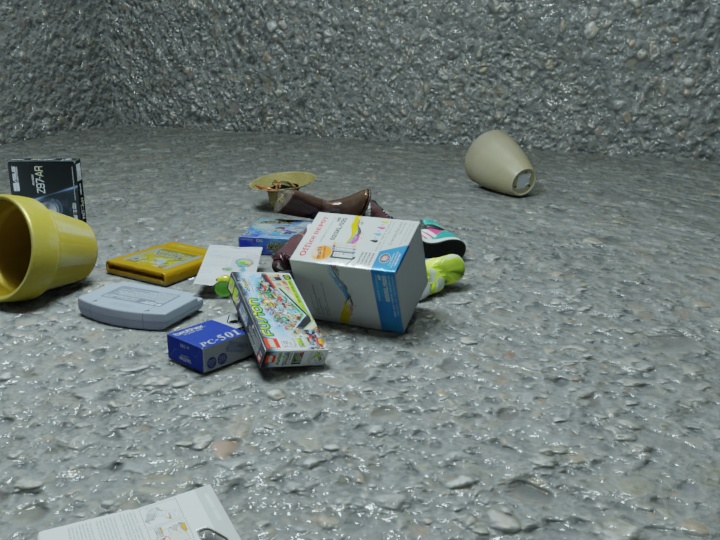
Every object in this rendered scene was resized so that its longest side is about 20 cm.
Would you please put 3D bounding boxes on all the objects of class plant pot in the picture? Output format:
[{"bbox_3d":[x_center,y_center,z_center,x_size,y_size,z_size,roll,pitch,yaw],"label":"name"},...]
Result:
[{"bbox_3d":[0.460,-0.320,2.467,0.187,0.188,0.200,-8,34,-24],"label":"plant pot"},{"bbox_3d":[-0.630,-0.040,1.525,0.200,0.201,0.189,10,4,27],"label":"plant pot"}]

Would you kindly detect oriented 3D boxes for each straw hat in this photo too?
[{"bbox_3d":[-0.220,-0.218,2.237,0.200,0.085,0.201,-4,21,2],"label":"straw hat"}]

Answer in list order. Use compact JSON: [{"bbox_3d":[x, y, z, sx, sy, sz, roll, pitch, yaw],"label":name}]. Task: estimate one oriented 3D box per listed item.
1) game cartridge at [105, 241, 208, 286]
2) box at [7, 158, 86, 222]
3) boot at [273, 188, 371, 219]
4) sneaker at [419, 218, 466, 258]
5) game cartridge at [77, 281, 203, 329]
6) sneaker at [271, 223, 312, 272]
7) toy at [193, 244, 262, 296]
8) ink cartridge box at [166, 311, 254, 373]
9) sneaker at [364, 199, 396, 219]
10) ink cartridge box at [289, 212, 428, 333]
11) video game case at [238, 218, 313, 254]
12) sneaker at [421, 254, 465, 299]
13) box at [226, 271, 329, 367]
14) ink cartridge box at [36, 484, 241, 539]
[{"bbox_3d":[-0.418,-0.020,1.698,0.176,0.033,0.200,11,21,29],"label":"game cartridge"},{"bbox_3d":[-0.750,-0.169,1.876,0.160,0.201,0.044,0,17,-2],"label":"box"},{"bbox_3d":[-0.098,-0.171,1.918,0.200,0.186,0.064,19,53,-29],"label":"boot"},{"bbox_3d":[0.127,-0.069,1.776,0.199,0.084,0.121,2,21,-21],"label":"sneaker"},{"bbox_3d":[-0.408,0.064,1.430,0.200,0.041,0.133,8,16,23],"label":"game cartridge"},{"bbox_3d":[-0.134,-0.009,1.617,0.115,0.076,0.200,-25,30,16],"label":"sneaker"},{"bbox_3d":[-0.269,0.004,1.604,0.115,0.047,0.200,3,21,-2],"label":"toy"},{"bbox_3d":[-0.207,0.108,1.281,0.094,0.044,0.200,15,22,39],"label":"ink cartridge box"},{"bbox_3d":[0.062,-0.118,1.974,0.115,0.076,0.200,6,28,1],"label":"sneaker"},{"bbox_3d":[0.000,0.000,1.396,0.200,0.145,0.147,7,43,21],"label":"ink cartridge box"},{"bbox_3d":[-0.171,-0.082,1.878,0.199,0.046,0.181,3,17,9],"label":"video game case"},{"bbox_3d":[0.111,0.017,1.564,0.200,0.076,0.105,-12,3,-33],"label":"sneaker"},{"bbox_3d":[-0.137,0.076,1.264,0.110,0.035,0.200,2,36,-30],"label":"box"},{"bbox_3d":[-0.193,0.288,0.718,0.176,0.045,0.200,-9,20,-25],"label":"ink cartridge box"}]
